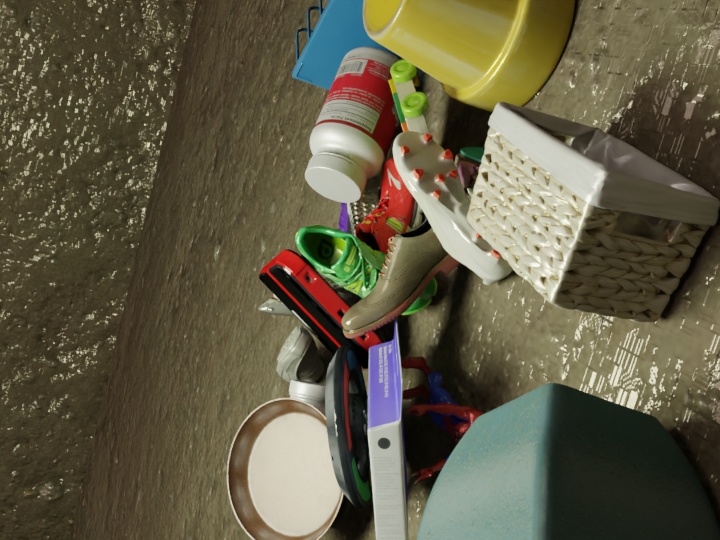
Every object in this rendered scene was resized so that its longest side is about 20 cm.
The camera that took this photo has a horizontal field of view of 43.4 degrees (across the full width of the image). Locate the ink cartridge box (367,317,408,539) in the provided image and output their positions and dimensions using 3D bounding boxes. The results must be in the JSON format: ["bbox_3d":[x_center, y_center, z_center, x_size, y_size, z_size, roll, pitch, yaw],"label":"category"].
[{"bbox_3d":[0.030,0.171,1.038,0.199,0.043,0.203,-90,-2,-69],"label":"ink cartridge box"}]

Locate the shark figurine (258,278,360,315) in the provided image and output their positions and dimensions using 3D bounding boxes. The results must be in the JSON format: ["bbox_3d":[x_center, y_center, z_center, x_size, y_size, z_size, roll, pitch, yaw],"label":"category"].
[{"bbox_3d":[-0.041,0.060,1.374,0.213,0.127,0.091,-4,101,47],"label":"shark figurine"}]

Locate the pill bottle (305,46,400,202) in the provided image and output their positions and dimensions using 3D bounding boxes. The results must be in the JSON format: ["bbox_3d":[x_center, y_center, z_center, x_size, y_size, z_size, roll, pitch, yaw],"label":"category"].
[{"bbox_3d":[-0.005,-0.203,1.277,0.112,0.111,0.202,-24,41,60],"label":"pill bottle"}]

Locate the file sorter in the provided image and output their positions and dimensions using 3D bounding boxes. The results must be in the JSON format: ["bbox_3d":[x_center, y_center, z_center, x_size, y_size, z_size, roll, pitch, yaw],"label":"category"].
[{"bbox_3d":[-0.005,-0.386,1.388,0.201,0.137,0.124,-53,31,43],"label":"file sorter"}]

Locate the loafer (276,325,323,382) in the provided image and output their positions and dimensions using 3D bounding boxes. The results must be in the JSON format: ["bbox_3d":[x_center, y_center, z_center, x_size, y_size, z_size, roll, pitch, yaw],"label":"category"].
[{"bbox_3d":[-0.085,0.134,1.361,0.070,0.069,0.200,-59,-4,-16],"label":"loafer"}]

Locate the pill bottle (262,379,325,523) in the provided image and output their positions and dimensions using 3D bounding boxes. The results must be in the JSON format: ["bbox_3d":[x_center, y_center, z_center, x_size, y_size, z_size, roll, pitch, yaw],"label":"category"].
[{"bbox_3d":[-0.083,0.263,1.305,0.110,0.109,0.203,-2,77,65],"label":"pill bottle"}]

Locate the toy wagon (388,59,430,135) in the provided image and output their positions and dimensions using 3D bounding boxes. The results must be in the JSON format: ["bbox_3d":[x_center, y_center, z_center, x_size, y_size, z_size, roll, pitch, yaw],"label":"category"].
[{"bbox_3d":[0.072,-0.188,1.138,0.156,0.039,0.202,65,-171,-47],"label":"toy wagon"}]

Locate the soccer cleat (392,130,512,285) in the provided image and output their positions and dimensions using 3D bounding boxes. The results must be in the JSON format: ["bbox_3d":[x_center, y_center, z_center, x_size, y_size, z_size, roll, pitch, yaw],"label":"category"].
[{"bbox_3d":[0.097,-0.068,1.014,0.201,0.069,0.078,52,152,14],"label":"soccer cleat"}]

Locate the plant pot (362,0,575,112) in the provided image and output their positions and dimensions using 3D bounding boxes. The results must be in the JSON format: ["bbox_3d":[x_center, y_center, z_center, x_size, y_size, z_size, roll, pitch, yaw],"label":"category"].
[{"bbox_3d":[0.111,-0.300,1.033,0.200,0.186,0.204,-36,49,56],"label":"plant pot"}]

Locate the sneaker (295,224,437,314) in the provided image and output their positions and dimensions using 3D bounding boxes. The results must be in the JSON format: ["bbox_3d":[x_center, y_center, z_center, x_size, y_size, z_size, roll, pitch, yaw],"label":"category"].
[{"bbox_3d":[0.000,0.000,1.142,0.075,0.198,0.083,-67,-15,2],"label":"sneaker"}]

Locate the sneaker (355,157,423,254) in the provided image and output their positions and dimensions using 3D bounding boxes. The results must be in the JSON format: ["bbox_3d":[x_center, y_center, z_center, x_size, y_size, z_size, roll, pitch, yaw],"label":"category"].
[{"bbox_3d":[0.034,-0.062,1.220,0.077,0.084,0.203,-24,59,59],"label":"sneaker"}]

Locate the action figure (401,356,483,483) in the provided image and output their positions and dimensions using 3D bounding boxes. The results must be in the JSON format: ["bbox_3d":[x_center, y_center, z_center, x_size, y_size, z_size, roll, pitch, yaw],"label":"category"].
[{"bbox_3d":[0.075,0.167,1.019,0.200,0.098,0.066,-144,46,-61],"label":"action figure"}]

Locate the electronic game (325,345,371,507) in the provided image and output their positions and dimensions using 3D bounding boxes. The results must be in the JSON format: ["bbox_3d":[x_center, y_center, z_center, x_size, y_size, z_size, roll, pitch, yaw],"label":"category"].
[{"bbox_3d":[-0.008,0.196,1.145,0.200,0.041,0.204,-7,-90,-82],"label":"electronic game"}]

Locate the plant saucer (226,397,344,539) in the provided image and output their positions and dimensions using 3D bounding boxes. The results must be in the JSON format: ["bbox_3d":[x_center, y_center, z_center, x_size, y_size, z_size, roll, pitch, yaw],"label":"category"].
[{"bbox_3d":[-0.095,0.275,1.225,0.198,0.034,0.204,-6,79,31],"label":"plant saucer"}]

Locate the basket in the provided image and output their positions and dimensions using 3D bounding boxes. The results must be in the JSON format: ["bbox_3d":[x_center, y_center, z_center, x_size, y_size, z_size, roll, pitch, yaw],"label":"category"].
[{"bbox_3d":[0.195,-0.054,0.811,0.200,0.134,0.125,-126,50,-59],"label":"basket"}]

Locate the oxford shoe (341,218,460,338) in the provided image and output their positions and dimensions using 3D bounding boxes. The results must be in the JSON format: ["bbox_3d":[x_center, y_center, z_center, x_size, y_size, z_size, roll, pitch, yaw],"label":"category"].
[{"bbox_3d":[0.045,-0.003,1.068,0.200,0.075,0.070,-42,18,-8],"label":"oxford shoe"}]

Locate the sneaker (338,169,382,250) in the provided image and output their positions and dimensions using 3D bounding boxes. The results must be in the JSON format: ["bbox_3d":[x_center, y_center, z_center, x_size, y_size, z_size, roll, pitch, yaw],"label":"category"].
[{"bbox_3d":[-0.007,-0.083,1.340,0.100,0.068,0.202,119,154,-50],"label":"sneaker"}]

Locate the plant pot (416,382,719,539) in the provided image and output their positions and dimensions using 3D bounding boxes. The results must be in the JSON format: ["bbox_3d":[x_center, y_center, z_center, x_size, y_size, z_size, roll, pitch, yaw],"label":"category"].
[{"bbox_3d":[0.161,0.208,0.717,0.196,0.194,0.203,-40,36,54],"label":"plant pot"}]

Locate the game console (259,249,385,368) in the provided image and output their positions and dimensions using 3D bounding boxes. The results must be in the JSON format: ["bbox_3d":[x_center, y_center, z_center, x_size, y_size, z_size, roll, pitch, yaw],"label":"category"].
[{"bbox_3d":[-0.052,0.058,1.234,0.031,0.200,0.177,-45,6,-16],"label":"game console"}]

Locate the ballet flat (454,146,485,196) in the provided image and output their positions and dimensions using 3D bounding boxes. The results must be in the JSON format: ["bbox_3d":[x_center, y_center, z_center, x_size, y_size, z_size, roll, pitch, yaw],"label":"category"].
[{"bbox_3d":[0.159,-0.093,1.001,0.200,0.068,0.072,-146,51,-68],"label":"ballet flat"}]
